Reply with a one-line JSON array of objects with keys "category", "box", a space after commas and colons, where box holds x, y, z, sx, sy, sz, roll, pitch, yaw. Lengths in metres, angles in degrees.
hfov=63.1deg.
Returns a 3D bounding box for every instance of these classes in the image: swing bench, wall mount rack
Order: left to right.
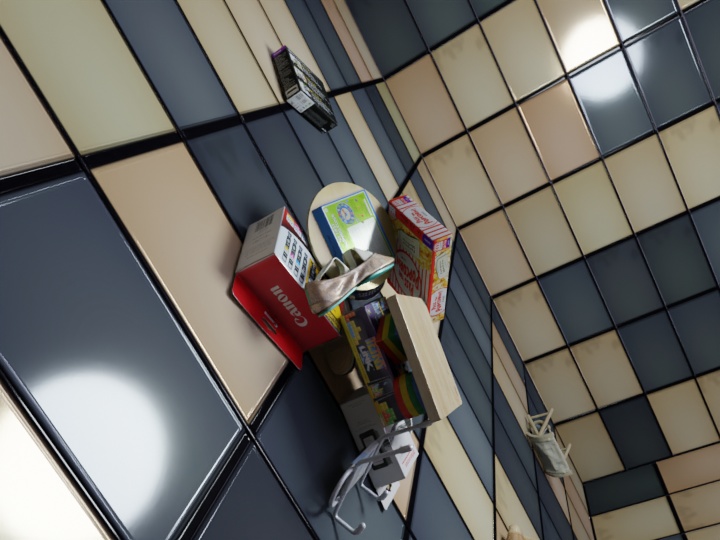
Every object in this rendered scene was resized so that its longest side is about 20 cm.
[{"category": "wall mount rack", "box": [0.032, 0.305, 0.915, 0.074, 0.176, 0.199, 29, 15, 16]}, {"category": "swing bench", "box": [0.787, 0.726, 2.455, 0.202, 0.128, 0.200, 62, 25, -9]}]

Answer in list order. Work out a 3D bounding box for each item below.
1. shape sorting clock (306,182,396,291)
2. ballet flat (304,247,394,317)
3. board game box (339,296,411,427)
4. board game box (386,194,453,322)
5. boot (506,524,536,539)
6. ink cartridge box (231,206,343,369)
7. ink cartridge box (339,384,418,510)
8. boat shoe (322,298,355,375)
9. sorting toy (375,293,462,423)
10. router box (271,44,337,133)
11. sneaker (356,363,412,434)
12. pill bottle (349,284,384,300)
[{"category": "shape sorting clock", "box": [-0.014, -0.062, 1.062, 0.197, 0.039, 0.204, 17, 63, -37]}, {"category": "ballet flat", "box": [-0.017, 0.002, 0.964, 0.199, 0.068, 0.068, -33, 91, -44]}, {"category": "board game box", "box": [0.043, 0.156, 1.062, 0.204, 0.056, 0.165, 68, 14, 2]}, {"category": "board game box", "box": [0.109, -0.019, 1.127, 0.152, 0.046, 0.203, 48, -31, 44]}, {"category": "boot", "box": [0.434, 0.797, 1.569, 0.201, 0.071, 0.169, 51, 36, -38]}, {"category": "ink cartridge box", "box": [-0.113, 0.032, 0.978, 0.201, 0.083, 0.177, 54, 23, -32]}, {"category": "ink cartridge box", "box": [0.046, 0.314, 1.081, 0.203, 0.067, 0.116, 67, 18, 3]}, {"category": "boat shoe", "box": [-0.034, 0.110, 1.114, 0.065, 0.071, 0.203, 37, 28, -44]}, {"category": "sorting toy", "box": [0.091, 0.152, 0.999, 0.198, 0.068, 0.204, 15, 54, -70]}, {"category": "router box", "box": [-0.142, -0.468, 1.531, 0.199, 0.050, 0.152, 26, 41, -61]}, {"category": "sneaker", "box": [0.060, 0.246, 1.200, 0.204, 0.073, 0.087, 69, 15, 9]}, {"category": "pill bottle", "box": [0.000, 0.000, 1.205, 0.200, 0.109, 0.113, 83, -13, -76]}]
